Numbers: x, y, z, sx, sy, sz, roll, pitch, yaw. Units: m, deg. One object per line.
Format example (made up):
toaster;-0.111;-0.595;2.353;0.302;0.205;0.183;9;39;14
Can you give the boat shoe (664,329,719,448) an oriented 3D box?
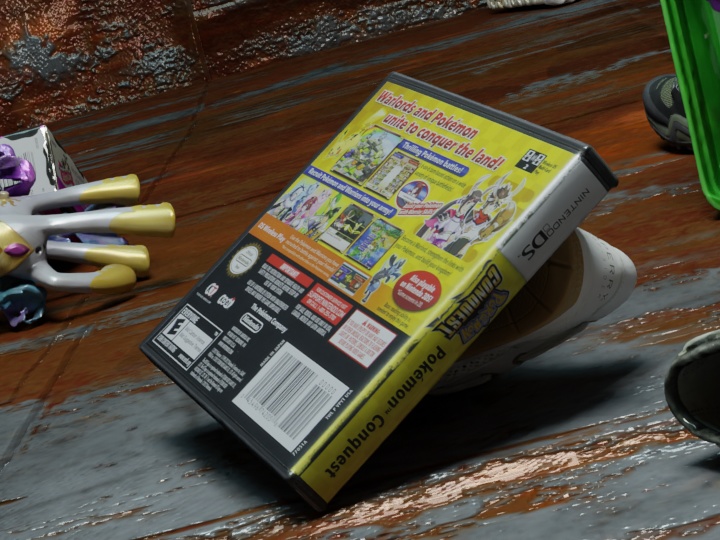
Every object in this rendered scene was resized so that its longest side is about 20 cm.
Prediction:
boat shoe;0.163;0.044;0.704;0.063;0.071;0.200;-17;3;-16

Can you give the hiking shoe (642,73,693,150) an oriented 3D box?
hiking shoe;0.244;-0.132;1.365;0.075;0.102;0.200;-19;12;-26

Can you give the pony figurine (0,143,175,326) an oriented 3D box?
pony figurine;-0.240;-0.029;1.436;0.198;0.168;0.193;-2;14;-19

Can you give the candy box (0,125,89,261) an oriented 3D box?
candy box;-0.304;-0.037;1.587;0.198;0.062;0.136;-15;-16;2

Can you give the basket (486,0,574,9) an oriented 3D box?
basket;0.240;-0.428;2.596;0.199;0.200;0.160;-21;9;-29

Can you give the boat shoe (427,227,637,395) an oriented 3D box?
boat shoe;0.039;0.026;0.975;0.069;0.072;0.199;11;-19;-44

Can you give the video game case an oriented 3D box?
video game case;0.000;0.000;0.939;0.181;0.026;0.200;-48;26;-6

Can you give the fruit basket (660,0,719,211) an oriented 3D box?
fruit basket;0.242;-0.144;1.164;0.154;0.218;0.216;-13;11;6
